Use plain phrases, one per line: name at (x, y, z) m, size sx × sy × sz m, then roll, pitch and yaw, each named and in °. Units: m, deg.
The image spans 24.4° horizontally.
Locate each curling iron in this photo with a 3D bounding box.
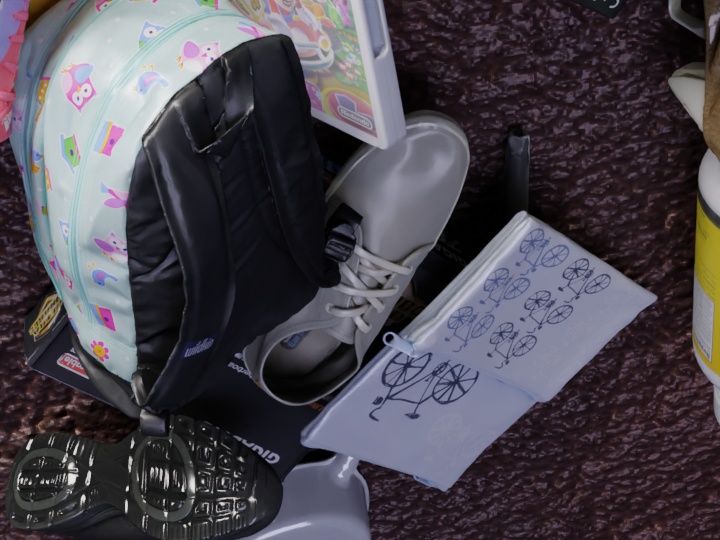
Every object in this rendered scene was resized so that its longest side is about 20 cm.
curling iron at (0.082, 0.003, 1.025) m, size 0.049 × 0.026 × 0.201 m, roll -4°, pitch 129°, yaw -19°

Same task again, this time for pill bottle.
pill bottle at (0.260, 0.014, 1.022) m, size 0.111 × 0.112 × 0.201 m, roll -11°, pitch 130°, yaw -4°

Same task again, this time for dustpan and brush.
dustpan and brush at (-0.026, 0.154, 1.114) m, size 0.139 × 0.058 × 0.200 m, roll 19°, pitch 129°, yaw -39°

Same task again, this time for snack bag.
snack bag at (0.074, 0.059, 1.018) m, size 0.200 × 0.021 × 0.188 m, roll -44°, pitch 148°, yaw 13°

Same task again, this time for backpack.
backpack at (-0.092, -0.042, 0.808) m, size 0.167 × 0.126 × 0.201 m, roll -46°, pitch 151°, yaw -30°

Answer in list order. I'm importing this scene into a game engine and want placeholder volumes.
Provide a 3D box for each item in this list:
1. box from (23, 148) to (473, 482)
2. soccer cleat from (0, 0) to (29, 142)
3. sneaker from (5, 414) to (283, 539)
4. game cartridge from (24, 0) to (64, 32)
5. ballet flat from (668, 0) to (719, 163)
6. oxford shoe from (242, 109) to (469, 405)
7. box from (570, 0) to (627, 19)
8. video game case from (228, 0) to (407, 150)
box at (-0.065, 0.018, 0.992) m, size 0.199 × 0.050 × 0.199 m, roll 30°, pitch 115°, yaw -31°
soccer cleat at (-0.174, -0.098, 0.736) m, size 0.076 × 0.067 × 0.200 m, roll 30°, pitch 123°, yaw -11°
sneaker at (-0.122, 0.135, 1.026) m, size 0.198 × 0.077 × 0.091 m, roll -1°, pitch 161°, yaw 35°
game cartridge at (-0.219, -0.175, 0.733) m, size 0.198 × 0.033 × 0.177 m, roll 11°, pitch 125°, yaw -18°
ballet flat at (0.200, -0.128, 0.905) m, size 0.068 × 0.072 × 0.202 m, roll -28°, pitch 119°, yaw -40°
oxford shoe at (0.000, 0.000, 0.926) m, size 0.075 × 0.058 × 0.201 m, roll 23°, pitch 117°, yaw -25°
box at (0.100, -0.249, 0.764) m, size 0.147 × 0.125 × 0.201 m, roll 17°, pitch 123°, yaw -27°
video game case at (-0.046, -0.164, 0.797) m, size 0.018 × 0.143 × 0.201 m, roll -37°, pitch 136°, yaw -27°
